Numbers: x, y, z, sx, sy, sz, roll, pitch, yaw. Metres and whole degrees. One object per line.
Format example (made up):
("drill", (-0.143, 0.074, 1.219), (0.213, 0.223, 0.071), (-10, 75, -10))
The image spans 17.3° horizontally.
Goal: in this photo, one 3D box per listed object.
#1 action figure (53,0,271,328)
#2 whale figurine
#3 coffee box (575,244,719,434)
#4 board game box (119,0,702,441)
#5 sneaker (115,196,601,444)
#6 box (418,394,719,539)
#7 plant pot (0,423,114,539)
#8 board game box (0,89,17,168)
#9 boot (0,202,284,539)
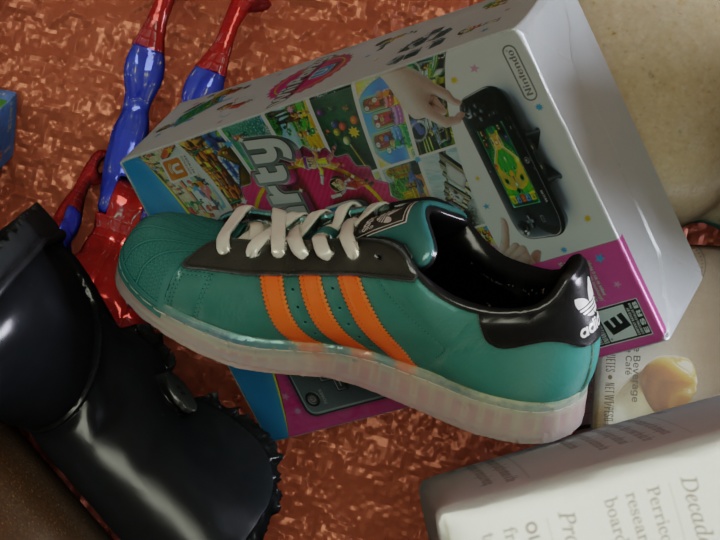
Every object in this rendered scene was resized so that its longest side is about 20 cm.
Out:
("action figure", (-0.099, -0.037, 1.068), (0.065, 0.052, 0.201), (21, 84, 6))
("whale figurine", (0.145, -0.087, 1.062), (0.199, 0.104, 0.160), (-20, 85, -27))
("coffee box", (0.152, 0.092, 1.041), (0.113, 0.080, 0.202), (4, 85, 0))
("board game box", (0.021, -0.021, 0.988), (0.199, 0.064, 0.148), (-16, 111, 32))
("sneaker", (0.000, 0.000, 0.931), (0.198, 0.071, 0.080), (15, 122, 11))
("box", (0.128, 0.156, 0.897), (0.170, 0.199, 0.202), (-16, 88, -1))
("plant pot", (-0.207, 0.121, 0.989), (0.198, 0.200, 0.200), (45, 86, -4))
("board game box", (-0.237, -0.052, 0.993), (0.150, 0.200, 0.037), (9, 107, 0))
("boot", (-0.104, 0.061, 0.942), (0.076, 0.200, 0.168), (-41, 96, 7))
